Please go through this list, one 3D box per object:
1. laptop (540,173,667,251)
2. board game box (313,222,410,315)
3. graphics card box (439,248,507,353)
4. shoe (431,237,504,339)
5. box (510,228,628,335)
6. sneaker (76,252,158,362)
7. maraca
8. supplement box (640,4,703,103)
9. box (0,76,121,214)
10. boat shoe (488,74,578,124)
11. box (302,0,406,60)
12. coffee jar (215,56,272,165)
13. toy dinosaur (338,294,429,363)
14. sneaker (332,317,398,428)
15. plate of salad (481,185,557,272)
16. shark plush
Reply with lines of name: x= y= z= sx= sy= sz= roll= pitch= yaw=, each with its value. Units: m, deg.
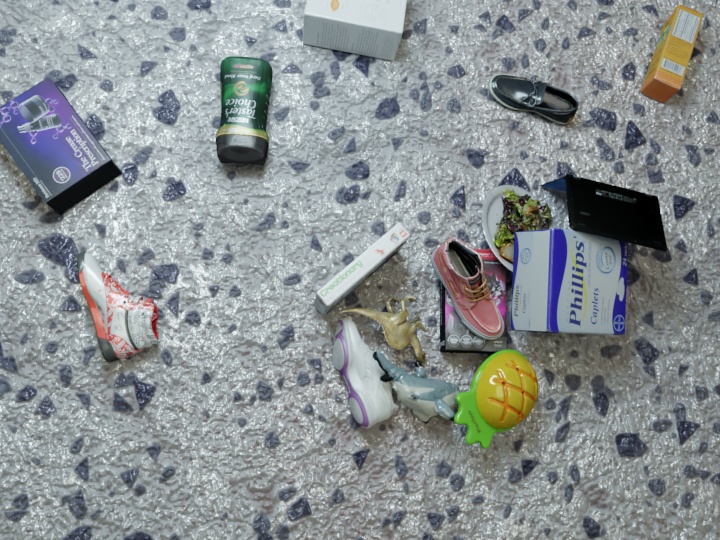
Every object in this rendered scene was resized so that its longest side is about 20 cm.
laptop: x=0.460 y=-0.107 z=1.180 sx=0.185 sy=0.116 sz=0.202 roll=12 pitch=55 yaw=-4
board game box: x=0.000 y=0.000 z=1.130 sx=0.199 sy=0.126 sz=0.035 roll=-41 pitch=86 yaw=-13
graphics card box: x=0.216 y=0.058 z=1.184 sx=0.123 sy=0.051 sz=0.203 roll=3 pitch=79 yaw=-6
shoe: x=0.202 y=0.035 z=1.114 sx=0.071 sy=0.091 sz=0.201 roll=-31 pitch=83 yaw=-12
box: x=0.389 y=0.025 z=1.140 sx=0.197 sy=0.105 sz=0.187 roll=4 pitch=88 yaw=-26
sneaker: x=-0.428 y=0.052 z=1.099 sx=0.107 sy=0.067 sz=0.204 roll=-18 pitch=85 yaw=-11
maraca: x=0.248 y=0.231 z=1.115 sx=0.199 sy=0.107 sz=0.138 roll=-36 pitch=99 yaw=-27
supplement box: x=0.683 y=-0.475 z=1.344 sx=0.068 sy=0.067 sz=0.202 roll=25 pitch=76 yaw=2
box: x=-0.566 y=-0.230 z=1.135 sx=0.141 sy=0.079 sz=0.201 roll=-38 pitch=85 yaw=-10
boat shoe: x=0.365 y=-0.367 z=1.285 sx=0.198 sy=0.062 sz=0.075 roll=21 pitch=78 yaw=-1
box: x=-0.010 y=-0.539 z=1.250 sx=0.197 sy=0.106 sz=0.155 roll=9 pitch=78 yaw=-5
coffee jar: x=-0.225 y=-0.304 z=1.186 sx=0.103 sy=0.085 sz=0.203 roll=2 pitch=79 yaw=-7
toy dinosaur: x=0.065 y=0.093 z=1.137 sx=0.199 sy=0.058 sz=0.102 roll=35 pitch=58 yaw=-15
sneaker: x=0.009 y=0.182 z=1.133 sx=0.099 sy=0.075 sz=0.203 roll=-12 pitch=79 yaw=-29
plate of salad: x=0.323 y=-0.081 z=1.202 sx=0.198 sy=0.048 sz=0.203 roll=11 pitch=64 yaw=-23
shark plush: x=0.096 y=0.206 z=1.118 sx=0.198 sy=0.091 sz=0.084 roll=30 pitch=62 yaw=-10
